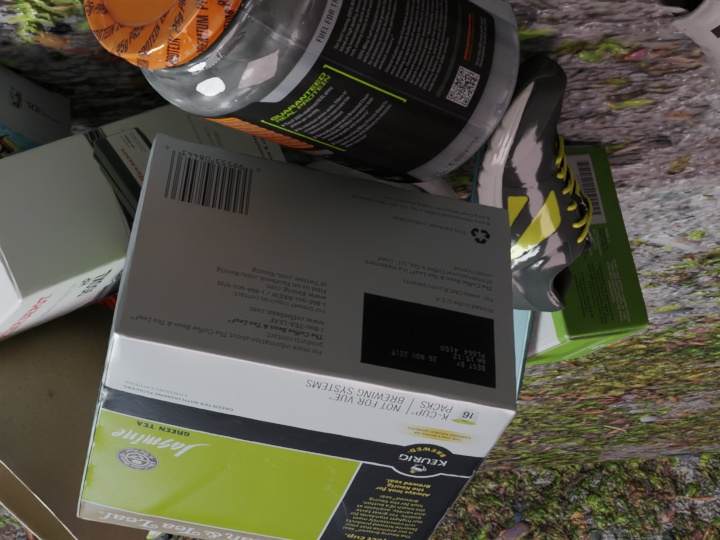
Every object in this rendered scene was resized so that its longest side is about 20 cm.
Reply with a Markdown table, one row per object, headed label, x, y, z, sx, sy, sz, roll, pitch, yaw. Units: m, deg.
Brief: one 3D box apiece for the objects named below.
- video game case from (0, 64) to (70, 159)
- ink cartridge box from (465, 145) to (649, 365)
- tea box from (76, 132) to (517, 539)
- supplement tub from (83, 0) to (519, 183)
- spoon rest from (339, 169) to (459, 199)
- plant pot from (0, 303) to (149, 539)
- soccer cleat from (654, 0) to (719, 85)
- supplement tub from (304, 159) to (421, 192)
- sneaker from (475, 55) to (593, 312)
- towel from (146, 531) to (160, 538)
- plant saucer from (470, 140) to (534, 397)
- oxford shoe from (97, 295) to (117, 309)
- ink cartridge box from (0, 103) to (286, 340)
| label | x | y | z | sx | sy | sz | roll | pitch | yaw |
| --- | --- | --- | --- | --- | --- | --- | --- | --- | --- |
| video game case | -0.309 | -0.090 | 0.761 | 0.199 | 0.046 | 0.181 | -12 | 163 | 23 |
| ink cartridge box | 0.133 | 0.003 | 1.021 | 0.075 | 0.149 | 0.200 | -6 | 166 | -22 |
| tea box | -0.039 | 0.054 | 0.694 | 0.199 | 0.134 | 0.197 | 12 | 140 | -11 |
| supplement tub | -0.024 | -0.120 | 0.603 | 0.122 | 0.123 | 0.199 | -17 | 160 | 37 |
| spoon rest | -0.032 | -0.028 | 0.826 | 0.199 | 0.061 | 0.099 | -14 | 176 | -3 |
| plant pot | -0.201 | 0.102 | 0.880 | 0.200 | 0.135 | 0.201 | 34 | 155 | 18 |
| soccer cleat | 0.203 | -0.146 | 0.696 | 0.085 | 0.069 | 0.200 | 1 | 162 | 11 |
| supplement tub | 0.000 | 0.000 | 0.960 | 0.143 | 0.145 | 0.200 | -7 | 168 | 9 |
| sneaker | 0.121 | -0.053 | 0.844 | 0.084 | 0.075 | 0.201 | 14 | 134 | 8 |
| towel | -0.118 | 0.101 | 1.005 | 0.048 | 0.172 | 0.200 | 32 | -168 | -12 |
| plant saucer | 0.106 | -0.003 | 0.937 | 0.070 | 0.201 | 0.019 | 26 | -147 | 37 |
| oxford shoe | -0.249 | 0.023 | 1.003 | 0.072 | 0.200 | 0.071 | 23 | 150 | 36 |
| ink cartridge box | -0.162 | -0.033 | 0.800 | 0.199 | 0.085 | 0.144 | -24 | 177 | -34 |
